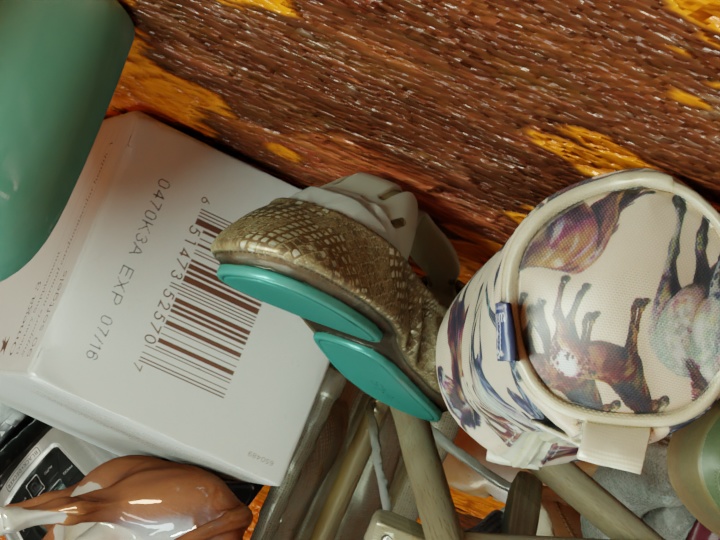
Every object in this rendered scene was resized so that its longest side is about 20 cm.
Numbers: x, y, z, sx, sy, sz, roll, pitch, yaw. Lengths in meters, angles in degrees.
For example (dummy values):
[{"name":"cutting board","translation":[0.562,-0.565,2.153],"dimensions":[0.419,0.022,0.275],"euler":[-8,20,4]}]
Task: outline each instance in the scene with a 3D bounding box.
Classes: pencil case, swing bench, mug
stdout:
[{"name":"pencil case","translation":[0.071,0.024,0.887],"dimensions":[0.077,0.090,0.200],"euler":[22,172,-1]},{"name":"swing bench","translation":[0.013,0.147,1.126],"dimensions":[0.129,0.200,0.200],"euler":[7,-153,-32]},{"name":"mug","translation":[-0.170,-0.063,0.876],"dimensions":[0.151,0.115,0.185],"euler":[18,171,25]}]

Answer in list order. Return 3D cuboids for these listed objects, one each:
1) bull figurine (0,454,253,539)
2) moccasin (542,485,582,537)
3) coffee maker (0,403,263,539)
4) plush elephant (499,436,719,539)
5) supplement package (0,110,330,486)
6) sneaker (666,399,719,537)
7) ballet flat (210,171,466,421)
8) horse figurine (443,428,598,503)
[{"name":"bull figurine","translation":[-0.109,0.116,1.137],"dimensions":[0.121,0.066,0.200],"euler":[-12,172,-18]},{"name":"moccasin","translation":[0.167,0.164,1.383],"dimensions":[0.200,0.078,0.074],"euler":[19,131,-18]},{"name":"coffee maker","translation":[-0.141,0.061,1.339],"dimensions":[0.192,0.135,0.200],"euler":[-23,-117,-44]},{"name":"plush elephant","translation":[0.134,0.147,1.233],"dimensions":[0.199,0.156,0.165],"euler":[16,169,34]},{"name":"supplement package","translation":[-0.093,0.014,1.137],"dimensions":[0.117,0.118,0.200],"euler":[24,170,-18]},{"name":"sneaker","translation":[0.225,0.096,1.042],"dimensions":[0.199,0.067,0.090],"euler":[25,163,-18]},{"name":"ballet flat","translation":[0.000,0.000,0.991],"dimensions":[0.070,0.066,0.200],"euler":[19,170,20]},{"name":"horse figurine","translation":[0.100,0.108,1.443],"dimensions":[0.199,0.050,0.132],"euler":[13,171,40]}]
